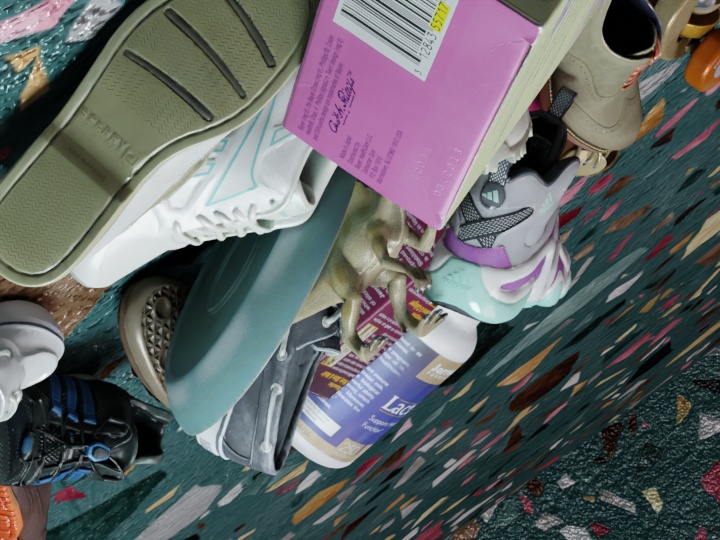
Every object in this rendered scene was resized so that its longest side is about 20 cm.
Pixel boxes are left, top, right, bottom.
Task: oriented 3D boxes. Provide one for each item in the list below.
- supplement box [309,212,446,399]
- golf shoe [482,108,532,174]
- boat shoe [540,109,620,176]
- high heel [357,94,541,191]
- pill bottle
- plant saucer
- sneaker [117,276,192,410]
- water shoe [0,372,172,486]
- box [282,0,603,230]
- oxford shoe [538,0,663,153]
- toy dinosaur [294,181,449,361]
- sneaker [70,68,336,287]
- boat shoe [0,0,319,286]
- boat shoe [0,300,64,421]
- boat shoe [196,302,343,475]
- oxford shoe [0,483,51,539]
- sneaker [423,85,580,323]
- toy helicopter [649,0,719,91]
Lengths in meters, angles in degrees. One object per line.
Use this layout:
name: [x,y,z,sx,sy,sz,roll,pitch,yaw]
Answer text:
supplement box: [0.013,-0.007,1.293,0.200,0.086,0.110,-40,165,5]
golf shoe: [0.058,-0.125,0.976,0.200,0.078,0.098,-71,161,-55]
boat shoe: [0.143,-0.101,1.302,0.200,0.073,0.076,-12,112,-71]
high heel: [0.072,-0.099,1.140,0.199,0.068,0.096,-21,-160,-24]
pill bottle: [0.018,0.050,1.422,0.200,0.116,0.116,-43,164,17]
plant saucer: [-0.064,0.001,1.075,0.200,0.027,0.200,-54,-164,23]
sneaker: [-0.126,0.064,1.214,0.071,0.075,0.200,-65,150,-21]
water shoe: [-0.179,0.097,1.140,0.200,0.079,0.072,-10,112,-73]
box: [0.067,-0.153,0.849,0.200,0.096,0.176,-53,174,-28]
oxford shoe: [0.154,-0.130,1.146,0.071,0.075,0.200,-62,149,-17]
toy dinosaur: [0.000,0.000,1.083,0.058,0.101,0.200,-7,145,-44]
sneaker: [-0.073,-0.048,0.986,0.200,0.080,0.070,-38,167,6]
boat shoe: [-0.101,-0.075,0.873,0.200,0.075,0.068,-41,-175,2]
boat shoe: [-0.221,0.065,0.996,0.074,0.065,0.200,-45,164,24]
boat shoe: [-0.040,0.033,1.183,0.201,0.068,0.072,-68,159,-2]
oxford shoe: [-0.246,0.147,1.227,0.200,0.071,0.073,99,10,-59]
sneaker: [0.107,-0.049,1.148,0.200,0.077,0.141,-32,141,-73]
toy helicopter: [0.269,-0.233,1.297,0.200,0.079,0.132,-46,158,-11]
